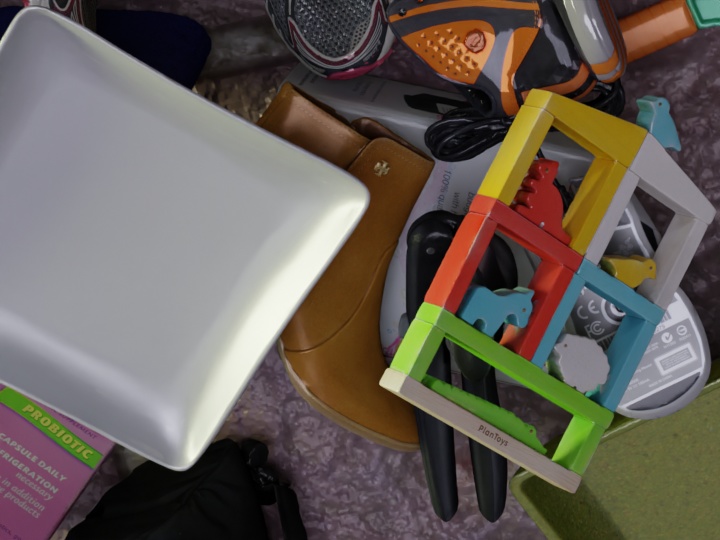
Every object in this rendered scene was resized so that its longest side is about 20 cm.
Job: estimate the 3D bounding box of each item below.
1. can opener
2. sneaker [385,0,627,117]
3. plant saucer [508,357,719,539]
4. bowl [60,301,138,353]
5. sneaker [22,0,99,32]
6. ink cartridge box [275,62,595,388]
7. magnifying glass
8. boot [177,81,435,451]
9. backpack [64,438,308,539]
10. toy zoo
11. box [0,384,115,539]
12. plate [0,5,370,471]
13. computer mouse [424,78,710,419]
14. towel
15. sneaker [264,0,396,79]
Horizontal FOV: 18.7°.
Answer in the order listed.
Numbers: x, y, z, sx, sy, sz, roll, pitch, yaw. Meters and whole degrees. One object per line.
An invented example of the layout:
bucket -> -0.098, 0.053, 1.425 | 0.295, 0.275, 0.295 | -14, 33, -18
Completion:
can opener -> 0.051, 0.057, 1.184 | 0.063, 0.079, 0.200 | 10, 127, 15
sneaker -> 0.057, -0.174, 1.145 | 0.112, 0.078, 0.200 | -21, 76, 16
plant saucer -> 0.212, 0.123, 1.268 | 0.199, 0.048, 0.200 | -27, 128, 15
bowl -> -0.143, -0.013, 1.257 | 0.201, 0.201, 0.094 | 34, 84, -3
sneaker -> -0.146, -0.203, 1.200 | 0.074, 0.081, 0.201 | 4, 74, 3
ink cartridge box -> 0.043, -0.025, 1.260 | 0.199, 0.083, 0.146 | 12, 108, 4
magnifying glass -> 0.206, -0.154, 1.229 | 0.200, 0.022, 0.080 | -23, 102, 15
boot -> -0.001, -0.001, 1.189 | 0.201, 0.071, 0.144 | 36, 99, -25
backpack -> -0.101, 0.223, 1.332 | 0.126, 0.167, 0.200 | -7, 110, 31
toy zoo -> 0.106, -0.002, 1.115 | 0.131, 0.020, 0.200 | 31, 83, -32
box -> -0.230, 0.146, 1.263 | 0.097, 0.200, 0.176 | 34, 132, -3
plate -> -0.126, -0.016, 1.114 | 0.199, 0.032, 0.200 | 28, 114, -14
computer mouse -> 0.124, -0.013, 1.187 | 0.109, 0.044, 0.200 | -25, 96, 10
towel -> -0.171, -0.088, 1.215 | 0.147, 0.200, 0.050 | 4, 120, 8
sneaker -> -0.033, -0.202, 1.198 | 0.080, 0.075, 0.201 | -14, 93, 12
